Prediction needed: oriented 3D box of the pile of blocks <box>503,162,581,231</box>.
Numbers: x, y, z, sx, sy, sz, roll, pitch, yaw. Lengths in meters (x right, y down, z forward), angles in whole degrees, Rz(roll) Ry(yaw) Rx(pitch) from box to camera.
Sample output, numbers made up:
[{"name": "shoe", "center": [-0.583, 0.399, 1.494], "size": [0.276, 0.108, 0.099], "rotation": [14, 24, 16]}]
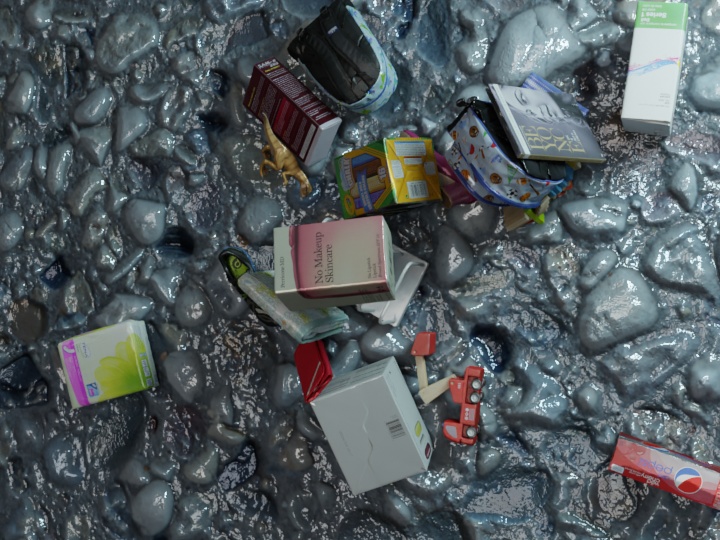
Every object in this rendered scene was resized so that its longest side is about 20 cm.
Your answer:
[{"name": "pile of blocks", "center": [0.347, -0.140, 1.638], "size": [0.200, 0.062, 0.082], "rotation": [-48, 32, 14]}]

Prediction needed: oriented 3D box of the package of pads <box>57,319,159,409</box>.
[{"name": "package of pads", "center": [-0.541, 0.198, 1.931], "size": [0.200, 0.068, 0.155], "rotation": [-16, 85, 17]}]

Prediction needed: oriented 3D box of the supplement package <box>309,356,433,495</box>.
[{"name": "supplement package", "center": [0.025, 0.290, 1.693], "size": [0.156, 0.111, 0.200], "rotation": [-22, 98, 16]}]

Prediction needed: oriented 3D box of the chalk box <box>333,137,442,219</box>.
[{"name": "chalk box", "center": [0.036, -0.168, 1.696], "size": [0.200, 0.125, 0.124], "rotation": [-12, 87, 50]}]

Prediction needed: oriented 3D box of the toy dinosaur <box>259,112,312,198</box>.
[{"name": "toy dinosaur", "center": [-0.162, -0.235, 1.796], "size": [0.106, 0.060, 0.200], "rotation": [-10, 125, 40]}]

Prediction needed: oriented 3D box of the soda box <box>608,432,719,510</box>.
[{"name": "soda box", "center": [0.538, 0.348, 1.566], "size": [0.200, 0.070, 0.063], "rotation": [18, 94, 18]}]

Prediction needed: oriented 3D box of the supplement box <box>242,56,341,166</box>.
[{"name": "supplement box", "center": [-0.138, -0.315, 1.784], "size": [0.200, 0.061, 0.109], "rotation": [45, 140, 13]}]

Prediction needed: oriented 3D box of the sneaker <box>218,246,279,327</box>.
[{"name": "sneaker", "center": [-0.224, 0.036, 1.819], "size": [0.071, 0.083, 0.200], "rotation": [-41, 78, 14]}]

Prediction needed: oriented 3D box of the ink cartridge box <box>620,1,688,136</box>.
[{"name": "ink cartridge box", "center": [0.506, -0.343, 1.549], "size": [0.084, 0.145, 0.200], "rotation": [9, 92, 19]}]

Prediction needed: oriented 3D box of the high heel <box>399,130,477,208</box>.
[{"name": "high heel", "center": [0.156, -0.201, 1.727], "size": [0.096, 0.067, 0.200], "rotation": [-20, 65, -26]}]

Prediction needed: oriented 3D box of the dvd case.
[{"name": "dvd case", "center": [0.317, -0.250, 1.536], "size": [0.016, 0.200, 0.149], "rotation": [-49, 52, 47]}]

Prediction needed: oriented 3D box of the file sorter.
[{"name": "file sorter", "center": [0.000, 0.000, 1.717], "size": [0.200, 0.125, 0.139], "rotation": [29, 97, 17]}]

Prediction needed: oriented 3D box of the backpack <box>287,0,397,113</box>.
[{"name": "backpack", "center": [-0.019, -0.398, 1.739], "size": [0.163, 0.154, 0.200], "rotation": [-42, 55, 11]}]

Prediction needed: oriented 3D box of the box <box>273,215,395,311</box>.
[{"name": "box", "center": [-0.045, -0.011, 1.587], "size": [0.200, 0.109, 0.128], "rotation": [-6, 71, 8]}]

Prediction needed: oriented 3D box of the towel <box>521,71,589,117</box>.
[{"name": "towel", "center": [0.304, -0.252, 1.661], "size": [0.145, 0.024, 0.200], "rotation": [45, 103, 30]}]

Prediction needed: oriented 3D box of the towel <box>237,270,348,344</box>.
[{"name": "towel", "center": [-0.127, 0.065, 1.726], "size": [0.171, 0.200, 0.048], "rotation": [38, 105, 17]}]

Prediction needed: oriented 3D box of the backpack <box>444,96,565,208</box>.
[{"name": "backpack", "center": [0.253, -0.194, 1.562], "size": [0.191, 0.200, 0.154], "rotation": [58, 134, 33]}]

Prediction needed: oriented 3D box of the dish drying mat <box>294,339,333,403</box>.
[{"name": "dish drying mat", "center": [-0.094, 0.179, 1.729], "size": [0.018, 0.200, 0.077], "rotation": [33, 102, -22]}]

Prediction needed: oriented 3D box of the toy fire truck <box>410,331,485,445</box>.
[{"name": "toy fire truck", "center": [0.162, 0.223, 1.705], "size": [0.141, 0.049, 0.200], "rotation": [7, 92, 19]}]
